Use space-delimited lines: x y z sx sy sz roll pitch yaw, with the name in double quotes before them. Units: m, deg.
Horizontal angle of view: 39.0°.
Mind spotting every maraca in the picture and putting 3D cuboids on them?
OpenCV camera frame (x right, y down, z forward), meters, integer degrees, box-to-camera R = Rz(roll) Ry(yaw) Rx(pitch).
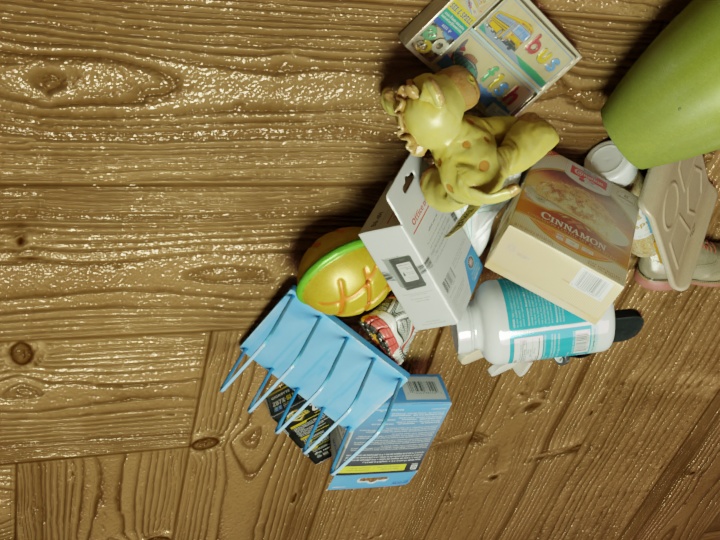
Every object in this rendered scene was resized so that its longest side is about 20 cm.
"maraca" 0.000 0.000 1.315 0.200 0.107 0.137 -5 148 -47

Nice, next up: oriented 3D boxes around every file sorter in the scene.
"file sorter" -0.064 0.150 1.343 0.200 0.123 0.139 38 124 -7

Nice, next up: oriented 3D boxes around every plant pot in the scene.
"plant pot" 0.400 -0.214 1.225 0.187 0.188 0.200 25 132 -39

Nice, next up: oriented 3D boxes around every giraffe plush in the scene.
"giraffe plush" 0.102 -0.158 1.154 0.172 0.200 0.162 -23 110 40

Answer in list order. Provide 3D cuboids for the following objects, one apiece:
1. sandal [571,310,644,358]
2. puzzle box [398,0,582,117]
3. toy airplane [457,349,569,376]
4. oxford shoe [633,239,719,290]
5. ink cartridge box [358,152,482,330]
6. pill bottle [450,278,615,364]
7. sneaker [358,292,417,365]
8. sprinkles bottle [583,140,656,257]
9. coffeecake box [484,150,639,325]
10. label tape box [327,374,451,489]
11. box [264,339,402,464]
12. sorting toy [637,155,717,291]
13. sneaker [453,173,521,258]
"sandal" 0.365 0.104 1.612 0.200 0.048 0.076 -9 135 -16
"puzzle box" 0.155 -0.260 1.179 0.133 0.025 0.200 -43 134 19
"toy airplane" 0.247 0.077 1.493 0.199 0.142 0.200 -26 175 18
"oxford shoe" 0.516 -0.021 1.541 0.199 0.071 0.075 -11 130 -15
"ink cartridge box" 0.070 -0.040 1.263 0.067 0.116 0.200 -11 123 35
"pill bottle" 0.219 0.061 1.316 0.199 0.111 0.111 -6 136 -2
"sneaker" 0.053 0.075 1.386 0.082 0.078 0.200 -43 174 -5
"sprinkles bottle" 0.371 -0.096 1.404 0.068 0.068 0.200 -33 137 10
"coffeecake box" 0.255 -0.049 1.263 0.153 0.200 0.073 28 130 1
"label tape box" 0.034 0.243 1.526 0.143 0.066 0.200 2 133 -23
"box" -0.021 0.200 1.541 0.200 0.049 0.160 -29 134 6
"sorting toy" 0.427 -0.099 1.378 0.036 0.186 0.200 6 150 37
"sneaker" 0.147 -0.102 1.302 0.080 0.071 0.201 18 119 -11
